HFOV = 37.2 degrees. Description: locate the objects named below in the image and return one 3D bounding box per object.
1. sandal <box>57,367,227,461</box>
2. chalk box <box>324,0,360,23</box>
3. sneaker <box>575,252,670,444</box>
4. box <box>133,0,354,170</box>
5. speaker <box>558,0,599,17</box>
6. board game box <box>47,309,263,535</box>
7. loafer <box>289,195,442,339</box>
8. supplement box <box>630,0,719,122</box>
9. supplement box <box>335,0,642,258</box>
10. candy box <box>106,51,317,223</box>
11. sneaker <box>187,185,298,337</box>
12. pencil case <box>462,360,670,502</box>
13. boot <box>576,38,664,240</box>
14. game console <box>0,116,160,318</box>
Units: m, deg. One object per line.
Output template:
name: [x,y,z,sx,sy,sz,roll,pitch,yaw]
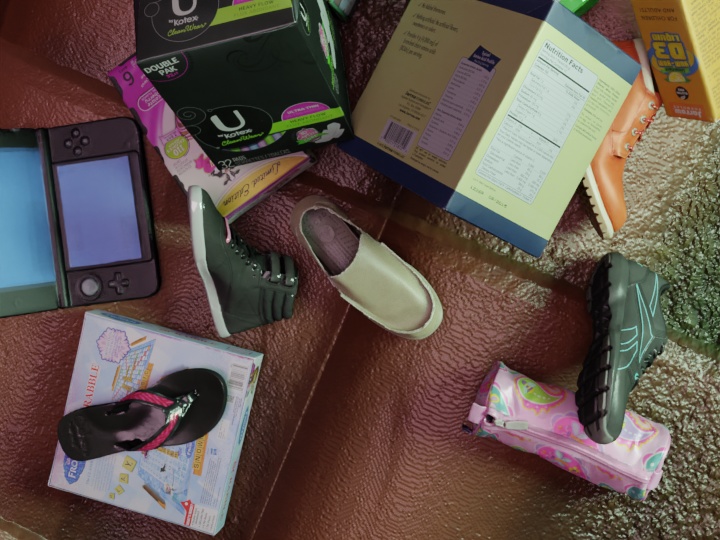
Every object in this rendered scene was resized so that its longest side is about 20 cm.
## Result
sandal: [-0.232,0.159,1.129,0.198,0.045,0.076,-18,90,9]
chalk box: [-0.039,-0.339,1.083,0.199,0.124,0.124,29,96,5]
sneaker: [0.263,0.077,1.051,0.079,0.075,0.201,17,64,-8]
box: [-0.103,-0.203,0.982,0.147,0.200,0.125,-12,65,9]
speaker: [0.159,-0.337,1.072,0.088,0.088,0.201,-37,87,8]
board game box: [-0.225,0.164,1.172,0.198,0.041,0.202,15,95,7]
loafer: [0.000,0.000,1.118,0.200,0.068,0.076,40,97,5]
supplement box: [0.306,-0.241,1.010,0.069,0.066,0.201,-41,121,-19]
supplement box: [0.115,-0.154,1.012,0.134,0.200,0.201,23,98,-38]
candy box: [-0.157,-0.163,1.139,0.136,0.061,0.201,-35,88,8]
sneaker: [-0.118,-0.016,1.101,0.098,0.071,0.201,-11,134,0]
pencil case: [0.208,0.163,1.084,0.199,0.087,0.088,21,95,6]
boot: [0.258,-0.135,1.073,0.106,0.075,0.202,-9,90,4]
game console: [-0.322,-0.058,1.141,0.174,0.116,0.202,-7,92,9]
